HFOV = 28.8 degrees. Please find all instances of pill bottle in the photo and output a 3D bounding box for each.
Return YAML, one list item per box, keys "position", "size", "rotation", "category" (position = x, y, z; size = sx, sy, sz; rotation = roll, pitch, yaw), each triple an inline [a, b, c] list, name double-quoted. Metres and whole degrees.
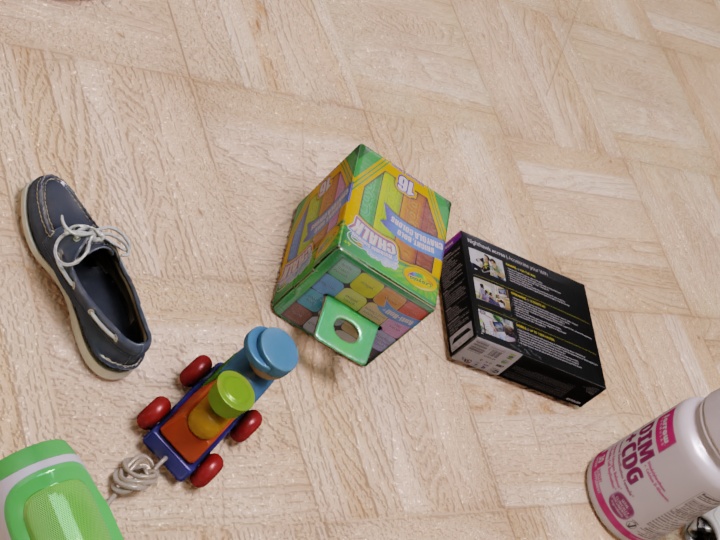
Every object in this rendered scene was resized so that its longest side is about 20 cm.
- position: [0.350, 0.207, 1.514]
  size: [0.113, 0.200, 0.114]
  rotation: [25, 44, -27]
  category: "pill bottle"

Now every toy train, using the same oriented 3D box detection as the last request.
- position: [-0.133, 0.128, 1.181]
  size: [0.085, 0.116, 0.200]
  rotation: [47, 39, -3]
  category: "toy train"

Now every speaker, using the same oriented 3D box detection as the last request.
- position: [-0.213, 0.232, 1.047]
  size: [0.088, 0.088, 0.201]
  rotation: [-11, 68, -47]
  category: "speaker"

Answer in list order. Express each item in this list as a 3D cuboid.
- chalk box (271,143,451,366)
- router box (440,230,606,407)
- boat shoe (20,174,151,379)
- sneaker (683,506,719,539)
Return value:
- position: [0.000, 0.000, 1.404]
  size: [0.124, 0.124, 0.201]
  rotation: [31, 42, -21]
  category: "chalk box"
- position: [0.182, 0.056, 1.592]
  size: [0.199, 0.051, 0.150]
  rotation: [23, 45, -30]
  category: "router box"
- position: [-0.238, -0.004, 1.228]
  size: [0.074, 0.062, 0.202]
  rotation: [-4, 62, -43]
  category: "boat shoe"
- position: [0.417, 0.288, 1.624]
  size: [0.081, 0.075, 0.201]
  rotation: [29, 42, -11]
  category: "sneaker"
